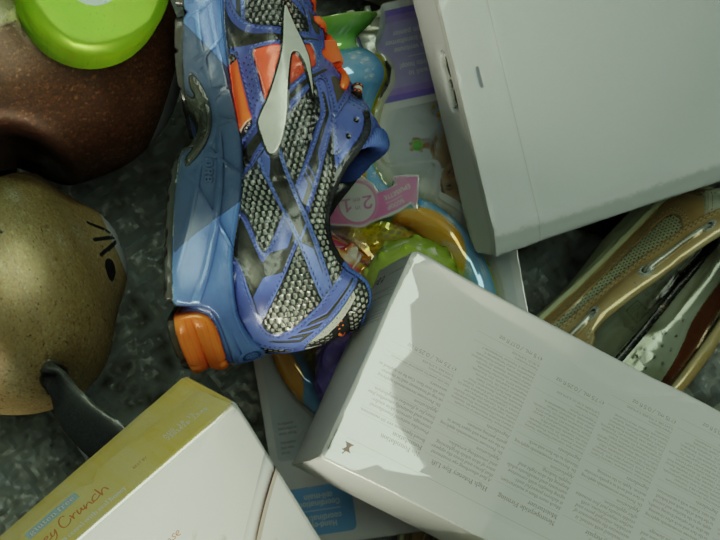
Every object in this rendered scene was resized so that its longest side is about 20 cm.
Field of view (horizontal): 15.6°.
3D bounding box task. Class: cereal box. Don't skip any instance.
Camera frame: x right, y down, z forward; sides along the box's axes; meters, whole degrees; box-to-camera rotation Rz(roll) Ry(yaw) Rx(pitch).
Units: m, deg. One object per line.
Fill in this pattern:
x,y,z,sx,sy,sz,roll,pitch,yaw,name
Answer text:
-0.060,0.158,0.928,0.144,0.039,0.201,-41,123,-18,cereal box

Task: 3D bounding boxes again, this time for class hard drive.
0.119,-0.098,0.986,0.199,0.026,0.133,-18,101,-20,hard drive

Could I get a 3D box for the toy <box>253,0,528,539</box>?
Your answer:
0.000,0.000,0.992,0.114,0.047,0.202,-10,84,22,toy

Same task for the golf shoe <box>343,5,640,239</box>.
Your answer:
0.038,-0.049,1.059,0.198,0.078,0.098,5,78,-7,golf shoe

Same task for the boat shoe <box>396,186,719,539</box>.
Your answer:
0.088,0.048,1.014,0.072,0.076,0.201,37,84,-17,boat shoe

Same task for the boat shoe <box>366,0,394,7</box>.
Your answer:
-0.001,-0.149,1.085,0.199,0.066,0.074,17,70,-4,boat shoe

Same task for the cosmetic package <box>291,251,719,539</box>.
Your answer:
0.082,0.077,0.946,0.199,0.051,0.083,28,74,-10,cosmetic package

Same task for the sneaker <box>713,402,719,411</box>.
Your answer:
0.119,0.122,1.024,0.080,0.071,0.200,41,64,12,sneaker

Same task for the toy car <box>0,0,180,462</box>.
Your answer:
-0.117,-0.008,0.980,0.157,0.164,0.201,-22,87,-14,toy car

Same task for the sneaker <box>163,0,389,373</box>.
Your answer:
-0.028,-0.060,0.956,0.078,0.075,0.202,2,77,0,sneaker
